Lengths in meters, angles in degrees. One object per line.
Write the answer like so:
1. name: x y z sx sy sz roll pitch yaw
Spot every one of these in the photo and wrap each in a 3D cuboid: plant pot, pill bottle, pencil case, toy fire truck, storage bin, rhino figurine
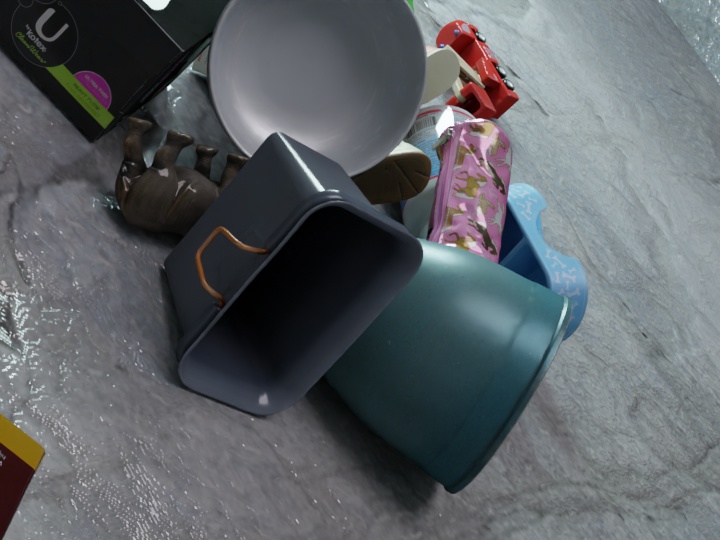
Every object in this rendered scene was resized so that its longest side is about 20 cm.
1. plant pot: 0.052 0.061 1.363 0.188 0.200 0.200 32 27 -2
2. pill bottle: 0.096 -0.084 1.709 0.109 0.109 0.200 34 30 -30
3. pencil case: 0.103 -0.057 1.561 0.086 0.083 0.200 14 53 -4
4. toy fire truck: 0.145 -0.265 2.113 0.141 0.049 0.200 14 43 -51
5. storage bin: -0.075 -0.009 1.249 0.145 0.200 0.134 26 23 -40
6. rhino figurine: -0.133 -0.063 1.350 0.060 0.088 0.200 19 0 41

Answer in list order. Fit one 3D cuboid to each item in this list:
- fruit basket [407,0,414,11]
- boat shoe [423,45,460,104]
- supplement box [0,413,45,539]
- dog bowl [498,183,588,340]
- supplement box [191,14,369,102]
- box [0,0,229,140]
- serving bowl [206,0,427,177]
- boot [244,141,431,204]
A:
1. fruit basket: -0.030 -0.322 1.779 0.216 0.155 0.216 40 37 -40
2. boat shoe: 0.020 -0.197 1.737 0.200 0.063 0.071 -31 120 -29
3. supplement box: -0.294 0.121 0.760 0.197 0.133 0.200 42 26 -16
4. dog bowl: 0.177 -0.009 1.748 0.050 0.111 0.200 3 50 -39
5. supplement box: -0.059 -0.221 1.528 0.200 0.126 0.073 28 13 36
6. box: -0.214 -0.232 1.395 0.149 0.124 0.200 46 24 -7
7. serving bowl: -0.044 -0.180 1.400 0.200 0.200 0.066 40 -3 -20
8. boot: -0.049 -0.122 1.562 0.200 0.072 0.155 -5 31 -26
